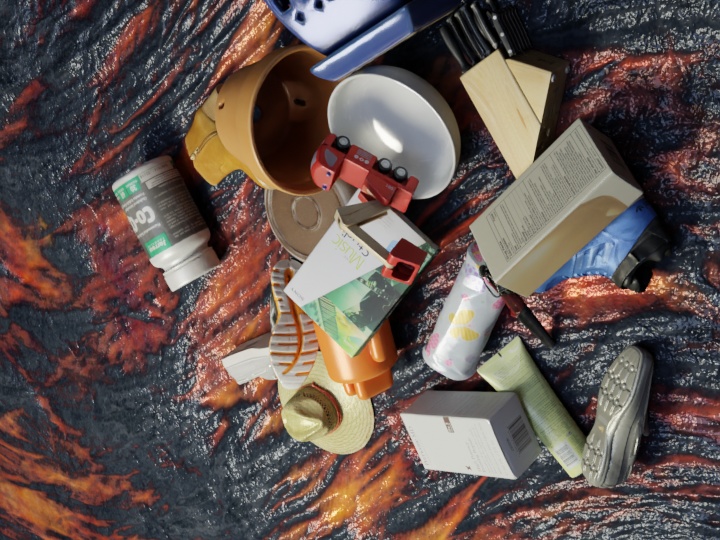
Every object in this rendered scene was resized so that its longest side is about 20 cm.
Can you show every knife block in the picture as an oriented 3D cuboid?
[{"bbox_3d":[0.169,-0.235,1.258,0.173,0.064,0.204,23,122,27],"label":"knife block"}]

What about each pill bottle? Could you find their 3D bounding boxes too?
[{"bbox_3d":[-0.319,-0.077,1.648,0.112,0.113,0.203,-25,94,40],"label":"pill bottle"}]

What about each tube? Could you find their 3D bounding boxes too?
[{"bbox_3d":[0.255,0.195,1.395,0.201,0.058,0.052,52,141,5],"label":"tube"}]

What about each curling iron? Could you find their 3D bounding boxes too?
[{"bbox_3d":[0.208,0.053,1.309,0.025,0.050,0.200,-32,133,13],"label":"curling iron"}]

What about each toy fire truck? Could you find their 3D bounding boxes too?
[{"bbox_3d":[0.010,-0.084,1.320,0.197,0.142,0.049,28,145,2],"label":"toy fire truck"}]

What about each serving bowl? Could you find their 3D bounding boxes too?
[{"bbox_3d":[0.054,-0.196,1.339,0.197,0.066,0.202,24,144,19],"label":"serving bowl"}]

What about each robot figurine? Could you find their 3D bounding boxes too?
[{"bbox_3d":[-0.012,0.090,1.499,0.114,0.144,0.204,-13,104,10],"label":"robot figurine"}]

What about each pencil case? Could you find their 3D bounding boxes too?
[{"bbox_3d":[0.156,0.056,1.380,0.082,0.091,0.203,28,125,11],"label":"pencil case"}]

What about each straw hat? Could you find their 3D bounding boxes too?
[{"bbox_3d":[-0.081,0.237,1.632,0.198,0.085,0.205,15,118,30],"label":"straw hat"}]

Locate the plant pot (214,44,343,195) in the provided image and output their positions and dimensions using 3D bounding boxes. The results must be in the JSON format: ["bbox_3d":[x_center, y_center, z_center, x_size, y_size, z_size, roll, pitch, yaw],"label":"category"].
[{"bbox_3d":[-0.114,-0.217,1.401,0.139,0.198,0.204,17,120,47],"label":"plant pot"}]

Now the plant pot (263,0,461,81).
[{"bbox_3d":[0.006,-0.363,1.238,0.198,0.200,0.182,-22,102,39],"label":"plant pot"}]

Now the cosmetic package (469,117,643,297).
[{"bbox_3d":[0.236,-0.074,1.217,0.200,0.070,0.106,-45,44,27],"label":"cosmetic package"}]

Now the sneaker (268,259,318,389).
[{"bbox_3d":[-0.107,0.089,1.555,0.077,0.076,0.204,116,155,-66],"label":"sneaker"}]

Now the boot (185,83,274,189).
[{"bbox_3d":[-0.199,-0.174,1.547,0.203,0.070,0.144,57,138,17],"label":"boot"}]

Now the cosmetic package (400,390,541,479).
[{"bbox_3d":[0.156,0.234,1.433,0.198,0.074,0.103,-11,109,53],"label":"cosmetic package"}]

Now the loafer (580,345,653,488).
[{"bbox_3d":[0.352,0.195,1.319,0.070,0.068,0.204,-126,46,-60],"label":"loafer"}]

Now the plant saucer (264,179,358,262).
[{"bbox_3d":[-0.076,-0.093,1.520,0.197,0.032,0.204,15,118,29],"label":"plant saucer"}]

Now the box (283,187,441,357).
[{"bbox_3d":[0.000,0.000,1.397,0.144,0.036,0.201,42,107,14],"label":"box"}]

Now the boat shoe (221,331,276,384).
[{"bbox_3d":[-0.158,0.151,1.661,0.198,0.072,0.069,-22,103,39],"label":"boat shoe"}]

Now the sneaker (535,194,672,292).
[{"bbox_3d":[0.303,-0.004,1.252,0.200,0.076,0.112,-44,73,33],"label":"sneaker"}]
